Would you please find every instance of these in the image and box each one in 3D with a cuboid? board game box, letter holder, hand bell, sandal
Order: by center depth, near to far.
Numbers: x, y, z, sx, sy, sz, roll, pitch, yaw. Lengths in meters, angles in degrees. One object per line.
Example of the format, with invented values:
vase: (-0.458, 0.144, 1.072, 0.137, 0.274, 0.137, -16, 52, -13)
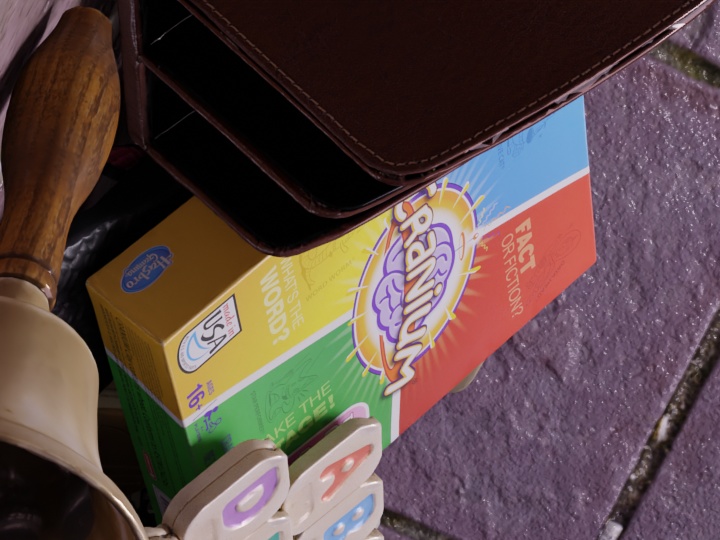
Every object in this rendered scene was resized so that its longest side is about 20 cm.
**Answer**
hand bell: (-0.095, -0.001, 0.831, 0.104, 0.104, 0.200, 114, -13, -47)
letter holder: (0.042, -0.086, 0.975, 0.200, 0.142, 0.101, -36, 151, -24)
sandal: (-0.087, -0.012, 1.047, 0.200, 0.045, 0.075, -45, 150, -43)
board game box: (0.000, 0.000, 1.076, 0.200, 0.040, 0.153, -41, 148, -21)

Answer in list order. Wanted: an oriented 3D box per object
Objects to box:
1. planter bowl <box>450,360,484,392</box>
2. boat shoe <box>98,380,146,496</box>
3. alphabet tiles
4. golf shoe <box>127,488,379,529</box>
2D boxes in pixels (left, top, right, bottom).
planter bowl: (-0.012, -0.019, 1.228, 0.200, 0.134, 0.201, -170, -90, -80)
boat shoe: (-0.117, 0.057, 1.153, 0.200, 0.074, 0.067, 128, -38, -70)
alphabet tiles: (-0.062, 0.140, 1.082, 0.195, 0.015, 0.200, -38, 152, -23)
golf shoe: (-0.052, 0.107, 1.221, 0.200, 0.088, 0.077, 163, -78, -77)
